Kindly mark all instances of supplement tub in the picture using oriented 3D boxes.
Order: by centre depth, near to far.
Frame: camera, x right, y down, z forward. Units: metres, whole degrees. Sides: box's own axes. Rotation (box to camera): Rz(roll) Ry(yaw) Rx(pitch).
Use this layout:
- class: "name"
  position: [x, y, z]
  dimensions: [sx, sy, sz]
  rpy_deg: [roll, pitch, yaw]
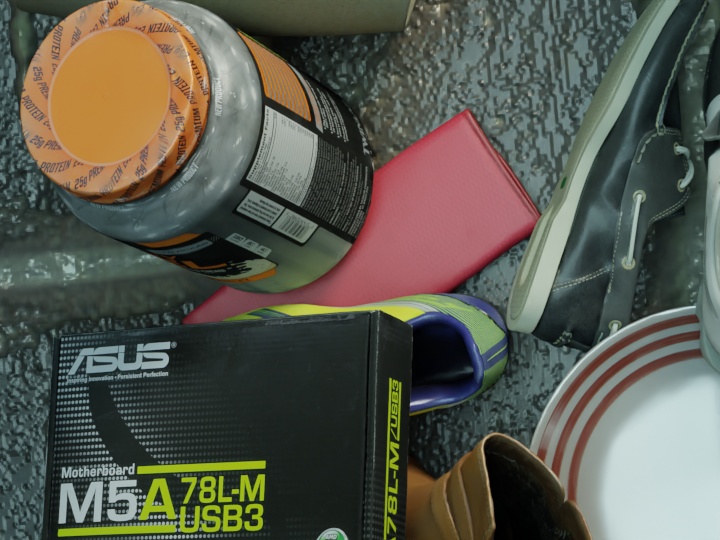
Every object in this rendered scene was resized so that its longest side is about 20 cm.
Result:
- class: "supplement tub"
  position: [-0.082, -0.064, 1.186]
  dimensions: [0.122, 0.200, 0.124]
  rpy_deg: [-6, 76, 23]

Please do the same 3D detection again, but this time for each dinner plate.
- class: "dinner plate"
  position: [0.183, 0.117, 1.197]
  dimensions: [0.198, 0.024, 0.202]
  rpy_deg: [0, 91, 7]

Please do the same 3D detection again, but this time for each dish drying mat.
- class: "dish drying mat"
  position: [0.000, 0.000, 1.267]
  dimensions: [0.199, 0.018, 0.077]
  rpy_deg: [-36, 82, 13]

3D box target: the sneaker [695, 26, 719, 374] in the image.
- class: "sneaker"
  position: [0.205, -0.051, 1.154]
  dimensions: [0.073, 0.089, 0.202]
  rpy_deg: [2, 75, 6]

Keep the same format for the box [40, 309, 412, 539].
- class: "box"
  position: [-0.071, 0.123, 1.175]
  dimensions: [0.199, 0.047, 0.195]
  rpy_deg: [-4, 77, 28]

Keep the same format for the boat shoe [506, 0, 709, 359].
- class: "boat shoe"
  position: [0.140, -0.053, 1.204]
  dimensions: [0.067, 0.072, 0.201]
  rpy_deg: [21, 95, -3]

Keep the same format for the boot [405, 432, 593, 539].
- class: "boot"
  position: [0.043, 0.125, 1.171]
  dimensions: [0.076, 0.156, 0.200]
  rpy_deg: [-27, 65, -22]

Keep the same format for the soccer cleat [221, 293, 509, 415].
- class: "soccer cleat"
  position: [-0.020, 0.052, 1.222]
  dimensions: [0.198, 0.084, 0.065]
  rpy_deg: [-11, 102, 11]

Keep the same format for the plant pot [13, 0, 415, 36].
- class: "plant pot"
  position: [-0.059, -0.198, 1.212]
  dimensions: [0.198, 0.187, 0.189]
  rpy_deg: [17, 95, 2]
